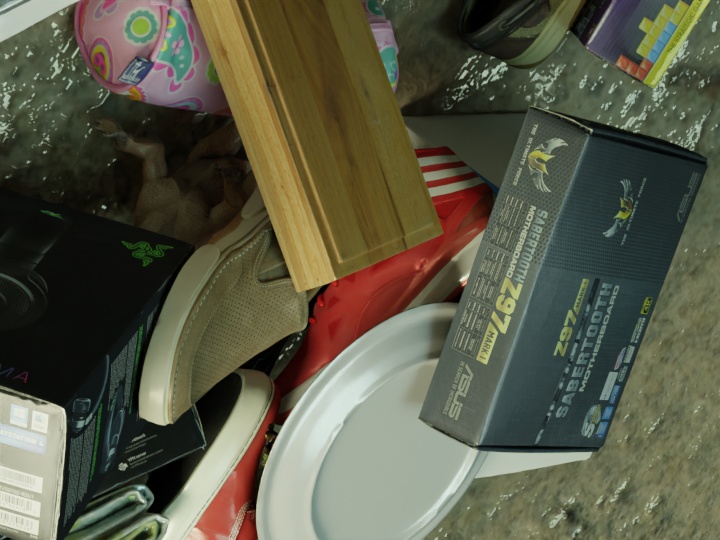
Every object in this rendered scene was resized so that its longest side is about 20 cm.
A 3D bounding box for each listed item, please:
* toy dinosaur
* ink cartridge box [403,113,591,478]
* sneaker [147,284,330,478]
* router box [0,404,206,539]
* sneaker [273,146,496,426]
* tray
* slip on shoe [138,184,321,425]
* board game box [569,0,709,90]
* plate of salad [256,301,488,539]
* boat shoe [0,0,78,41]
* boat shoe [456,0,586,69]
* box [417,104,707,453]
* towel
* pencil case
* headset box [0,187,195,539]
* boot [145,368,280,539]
[{"bbox_3d":[-0.103,-0.030,1.396,0.200,0.086,0.136,-27,145,-45],"label":"toy dinosaur"},{"bbox_3d":[0.089,0.016,1.540,0.144,0.147,0.201,-4,121,-39],"label":"ink cartridge box"},{"bbox_3d":[-0.087,0.052,1.463,0.201,0.075,0.079,-63,157,1],"label":"sneaker"},{"bbox_3d":[-0.208,0.119,1.356,0.199,0.150,0.062,-23,90,-27],"label":"router box"},{"bbox_3d":[0.000,0.000,1.430,0.200,0.116,0.078,-38,167,11],"label":"sneaker"},{"bbox_3d":[-0.026,-0.099,1.287,0.098,0.037,0.201,-23,94,-47],"label":"tray"},{"bbox_3d":[-0.058,0.016,1.285,0.200,0.060,0.076,-54,159,-48],"label":"slip on shoe"},{"bbox_3d":[0.208,-0.220,1.467,0.057,0.165,0.201,31,99,-4],"label":"board game box"},{"bbox_3d":[0.010,0.102,1.400,0.199,0.048,0.201,-27,136,-29],"label":"plate of salad"},{"bbox_3d":[-0.162,-0.190,1.236,0.199,0.072,0.068,-31,135,-12],"label":"boat shoe"},{"bbox_3d":[0.126,-0.220,1.457,0.065,0.073,0.201,5,116,-48],"label":"boat shoe"},{"bbox_3d":[0.124,0.010,1.389,0.157,0.051,0.201,9,103,-55],"label":"box"},{"bbox_3d":[-0.223,0.189,1.375,0.171,0.200,0.048,-22,88,-35],"label":"towel"},{"bbox_3d":[-0.068,-0.133,1.342,0.199,0.087,0.088,7,114,-44],"label":"pencil case"},{"bbox_3d":[-0.200,0.038,1.238,0.200,0.173,0.093,-56,159,-58],"label":"headset box"},{"bbox_3d":[-0.065,0.166,1.417,0.144,0.072,0.201,23,103,-20],"label":"boot"}]
